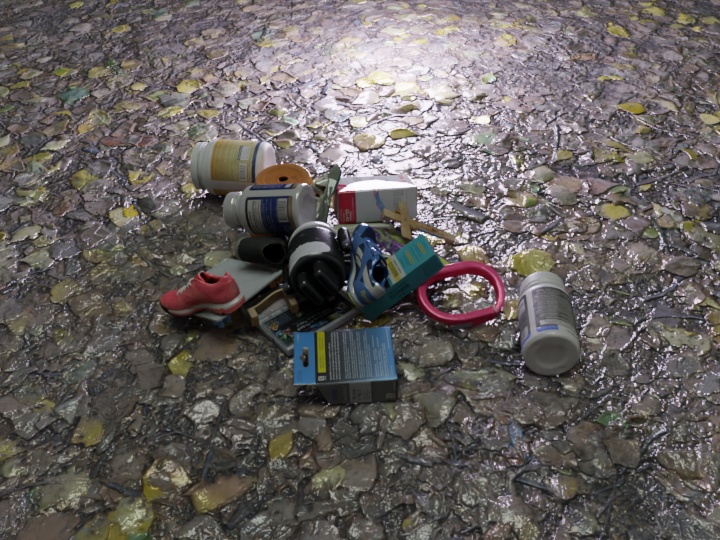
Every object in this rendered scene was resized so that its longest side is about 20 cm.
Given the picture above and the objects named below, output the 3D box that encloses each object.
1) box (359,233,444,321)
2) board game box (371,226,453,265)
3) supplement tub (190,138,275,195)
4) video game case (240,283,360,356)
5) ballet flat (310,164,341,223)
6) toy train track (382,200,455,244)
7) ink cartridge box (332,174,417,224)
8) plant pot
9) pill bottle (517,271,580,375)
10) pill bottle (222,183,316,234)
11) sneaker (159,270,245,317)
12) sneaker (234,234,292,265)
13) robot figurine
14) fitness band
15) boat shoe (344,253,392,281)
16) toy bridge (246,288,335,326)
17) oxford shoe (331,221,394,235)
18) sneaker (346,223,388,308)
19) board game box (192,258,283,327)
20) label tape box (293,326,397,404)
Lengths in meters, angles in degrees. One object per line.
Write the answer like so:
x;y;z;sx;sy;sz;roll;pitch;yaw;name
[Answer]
0.076;0.014;1.662;0.199;0.049;0.083;-37;39;7;box
0.120;-0.043;1.784;0.119;0.033;0.199;8;23;-46;board game box
-0.331;-0.268;2.030;0.196;0.146;0.145;5;39;8;supplement tub
-0.129;0.086;1.681;0.198;0.024;0.181;-28;45;-30;video game case
-0.095;-0.176;1.833;0.063;0.067;0.203;25;64;-23;ballet flat
0.134;-0.098;1.839;0.197;0.033;0.116;18;46;-23;toy train track
0.033;-0.178;1.915;0.196;0.087;0.148;-2;20;-6;ink cartridge box
-0.184;-0.167;1.903;0.196;0.142;0.202;-2;38;2;plant pot
0.375;0.101;1.566;0.111;0.115;0.202;2;39;5;pill bottle
-0.207;-0.138;1.763;0.196;0.112;0.112;0;37;21;pill bottle
-0.333;0.039;1.607;0.197;0.088;0.074;-4;29;21;sneaker
-0.175;-0.040;1.749;0.105;0.076;0.198;10;12;44;sneaker
-0.092;-0.017;1.647;0.147;0.127;0.201;-2;35;-6;robot figurine
0.216;0.050;1.662;0.196;0.038;0.145;-11;59;-16;fitness band
0.000;0.000;1.741;0.196;0.073;0.068;3;35;3;boat shoe
-0.151;0.063;1.670;0.197;0.028;0.067;-18;40;-18;toy bridge
-0.002;-0.085;1.865;0.197;0.059;0.075;-13;13;-35;oxford shoe
0.023;-0.016;1.639;0.081;0.074;0.203;-22;51;30;sneaker
-0.298;0.046;1.697;0.198;0.026;0.199;11;38;40;board game box
-0.031;0.186;1.518;0.196;0.064;0.145;-3;39;-2;label tape box
